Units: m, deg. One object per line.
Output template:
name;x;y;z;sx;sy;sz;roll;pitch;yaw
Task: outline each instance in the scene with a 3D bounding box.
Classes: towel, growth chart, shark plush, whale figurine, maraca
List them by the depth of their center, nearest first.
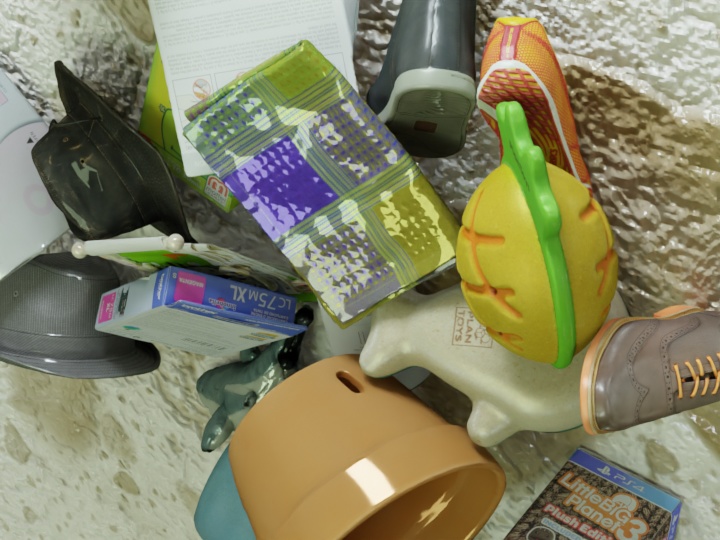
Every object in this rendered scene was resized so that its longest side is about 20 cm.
maraca;0.115;-0.021;1.240;0.201;0.106;0.138;79;171;-46
towel;-0.025;-0.058;1.333;0.143;0.023;0.200;-26;108;36
whale figurine;0.103;0.053;1.383;0.199;0.160;0.104;3;169;15
growth chart;-0.126;0.000;1.549;0.199;0.018;0.144;19;163;-39
shark plush;-0.099;0.089;1.646;0.200;0.090;0.084;118;136;-58

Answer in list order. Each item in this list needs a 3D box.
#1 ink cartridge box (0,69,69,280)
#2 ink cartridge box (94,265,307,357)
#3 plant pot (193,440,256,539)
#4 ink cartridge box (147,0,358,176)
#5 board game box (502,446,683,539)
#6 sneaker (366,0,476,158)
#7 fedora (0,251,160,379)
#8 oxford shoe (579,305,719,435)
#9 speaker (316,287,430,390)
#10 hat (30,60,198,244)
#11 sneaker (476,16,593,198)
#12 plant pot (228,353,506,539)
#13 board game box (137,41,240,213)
ink cartridge box;-0.348;-0.063;1.619;0.163;0.200;0.057;51;150;-4
ink cartridge box;-0.134;0.035;1.574;0.119;0.042;0.200;14;168;-25
plant pot;-0.028;0.172;1.584;0.199;0.200;0.136;23;106;25
ink cartridge box;-0.073;-0.180;1.354;0.162;0.057;0.201;-6;107;28
board game box;0.155;0.271;1.472;0.096;0.200;0.160;26;136;23
sneaker;0.049;-0.148;1.330;0.074;0.107;0.200;9;167;-10
fedora;-0.274;0.031;1.705;0.199;0.176;0.091;16;104;47
oxford shoe;0.212;0.063;1.261;0.073;0.200;0.072;3;106;36
speaker;0.000;0.000;1.476;0.081;0.081;0.201;10;129;36
hat;-0.222;-0.074;1.553;0.201;0.081;0.201;48;163;19
sneaker;0.128;-0.094;1.305;0.072;0.077;0.201;4;143;15
plant pot;-0.009;0.160;1.420;0.140;0.199;0.201;53;145;27
board game box;-0.112;-0.150;1.474;0.101;0.048;0.201;36;139;13
